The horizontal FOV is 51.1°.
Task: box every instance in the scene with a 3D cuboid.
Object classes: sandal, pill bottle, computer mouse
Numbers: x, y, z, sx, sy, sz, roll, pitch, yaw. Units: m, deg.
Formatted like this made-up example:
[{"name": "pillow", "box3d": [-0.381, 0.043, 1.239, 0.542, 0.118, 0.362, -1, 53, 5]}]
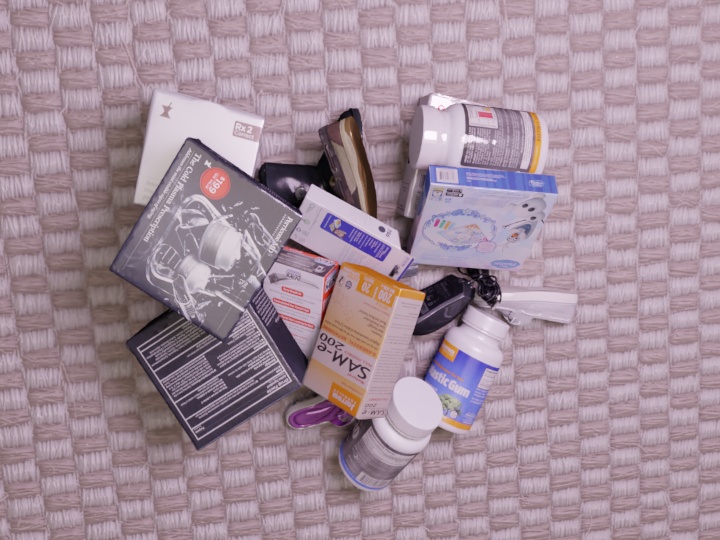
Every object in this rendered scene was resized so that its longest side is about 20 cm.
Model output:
[{"name": "sandal", "box3d": [-0.035, 0.241, 1.296, 0.199, 0.050, 0.083, -23, 132, 14]}, {"name": "pill bottle", "box3d": [0.179, -0.194, 1.157, 0.194, 0.116, 0.120, 6, 99, -10]}, {"name": "pill bottle", "box3d": [0.179, 0.169, 1.306, 0.110, 0.112, 0.204, 23, 96, -11]}, {"name": "pill bottle", "box3d": [0.050, 0.274, 1.260, 0.112, 0.115, 0.201, 26, 130, -11]}, {"name": "computer mouse", "box3d": [0.145, 0.061, 1.290, 0.196, 0.139, 0.053, -26, 120, 6]}]

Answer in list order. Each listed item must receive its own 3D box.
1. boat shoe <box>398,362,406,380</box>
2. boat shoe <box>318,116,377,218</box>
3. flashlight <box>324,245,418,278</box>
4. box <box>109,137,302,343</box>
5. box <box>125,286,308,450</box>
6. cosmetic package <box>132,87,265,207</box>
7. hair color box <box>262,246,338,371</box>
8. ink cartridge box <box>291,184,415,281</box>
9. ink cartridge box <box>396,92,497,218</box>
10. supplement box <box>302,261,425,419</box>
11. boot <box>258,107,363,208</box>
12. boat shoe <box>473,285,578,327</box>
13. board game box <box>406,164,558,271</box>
[{"name": "boat shoe", "box3d": [0.020, 0.124, 1.304, 0.073, 0.093, 0.203, -24, 130, -7]}, {"name": "boat shoe", "box3d": [-0.017, -0.145, 1.182, 0.063, 0.074, 0.204, -4, 125, 14]}, {"name": "flashlight", "box3d": [0.000, 0.000, 1.273, 0.194, 0.068, 0.069, -8, 66, -2]}, {"name": "box", "box3d": [-0.203, -0.043, 1.016, 0.180, 0.104, 0.203, 32, 93, -10]}, {"name": "box", "box3d": [-0.214, 0.127, 1.161, 0.197, 0.123, 0.201, -31, 98, 7]}, {"name": "cosmetic package", "box3d": [-0.239, -0.170, 1.148, 0.161, 0.200, 0.169, 13, 98, -9]}, {"name": "hair color box", "box3d": [-0.101, 0.074, 1.229, 0.108, 0.064, 0.204, 16, 120, 18]}, {"name": "ink cartridge box", "box3d": [-0.013, -0.049, 1.194, 0.197, 0.040, 0.100, 30, 136, -7]}, {"name": "ink cartridge box", "box3d": [0.153, -0.178, 1.259, 0.141, 0.084, 0.205, 11, 98, -10]}, {"name": "supplement box", "box3d": [0.003, 0.106, 1.146, 0.073, 0.124, 0.205, 11, 100, -52]}, {"name": "boot", "box3d": [-0.083, -0.167, 1.232, 0.164, 0.077, 0.206, 2, 105, -12]}, {"name": "boat shoe", "box3d": [0.289, 0.065, 1.332, 0.195, 0.072, 0.070, 2, 99, -18]}, {"name": "board game box", "box3d": [0.184, -0.078, 1.185, 0.194, 0.201, 0.044, 5, 54, -6]}]
